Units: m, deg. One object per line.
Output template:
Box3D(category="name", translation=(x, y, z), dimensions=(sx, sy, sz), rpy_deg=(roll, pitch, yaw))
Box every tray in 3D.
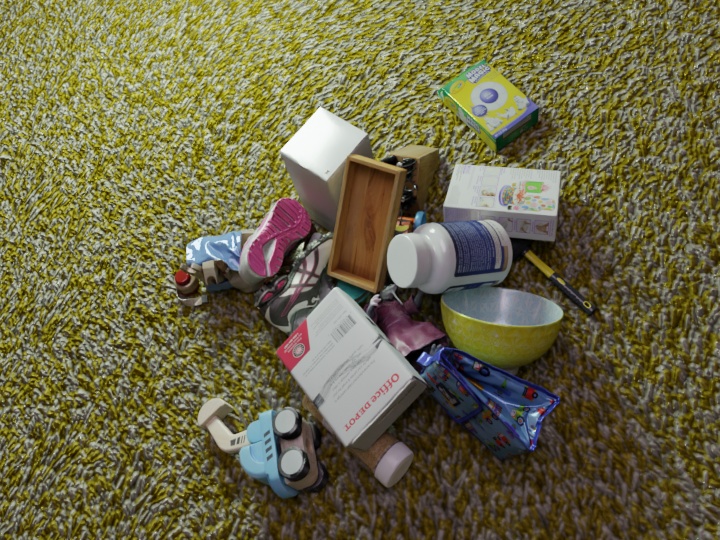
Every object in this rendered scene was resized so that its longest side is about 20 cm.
Box3D(category="tray", translation=(0.009, -0.077, 1.151), dimensions=(0.097, 0.037, 0.205), rpy_deg=(19, 111, 23))

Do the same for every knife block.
Box3D(category="knife block", translation=(0.087, -0.193, 1.288), dimensions=(0.062, 0.177, 0.204), rpy_deg=(11, 64, 17))

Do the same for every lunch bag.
Box3D(category="lunch bag", translation=(0.173, 0.182, 1.047), dimensions=(0.198, 0.151, 0.095), rpy_deg=(34, 71, 7))

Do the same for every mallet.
Box3D(category="mallet", translation=(0.319, 0.010, 1.211), dimensions=(0.065, 0.041, 0.201), rpy_deg=(-32, 64, -8))

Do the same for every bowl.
Box3D(category="bowl", translation=(0.221, 0.105, 1.123), dimensions=(0.195, 0.200, 0.111), rpy_deg=(8, 106, 16))

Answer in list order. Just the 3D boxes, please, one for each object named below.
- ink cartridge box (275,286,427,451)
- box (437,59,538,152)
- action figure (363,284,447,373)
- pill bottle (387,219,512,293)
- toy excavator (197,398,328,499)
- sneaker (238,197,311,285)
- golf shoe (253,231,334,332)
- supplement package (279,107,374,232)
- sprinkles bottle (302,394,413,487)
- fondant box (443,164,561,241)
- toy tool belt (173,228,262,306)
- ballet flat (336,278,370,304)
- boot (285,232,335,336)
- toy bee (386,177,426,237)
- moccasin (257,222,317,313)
Box3D(category="ink cartridge box", translation=(-0.014, 0.153, 1.080), dimensions=(0.145, 0.083, 0.200), rpy_deg=(-45, 61, 3))
Box3D(category="box", translation=(0.252, -0.342, 1.410), dimensions=(0.116, 0.049, 0.201), rpy_deg=(-35, 59, -8))
Box3D(category="action figure", translation=(0.072, 0.099, 1.195), dimensions=(0.130, 0.152, 0.201), rpy_deg=(-8, 37, -19))
Box3D(category="pill bottle", translation=(0.143, -0.023, 1.140), dimensions=(0.196, 0.112, 0.112), rpy_deg=(-6, 52, -34))
Box3D(category="toy excavator", translation=(-0.169, 0.282, 1.139), dimensions=(0.196, 0.100, 0.198), rpy_deg=(-21, 57, 10))
Box3D(category="sneaker", translation=(-0.159, -0.052, 1.236), dimensions=(0.082, 0.088, 0.201), rpy_deg=(46, 45, -12))
Box3D(category="golf shoe", translation=(-0.093, 0.015, 1.212), dimensions=(0.200, 0.077, 0.088), rpy_deg=(-44, 93, -10))
Box3D(category="supplement package", translation=(-0.046, -0.172, 1.291), dimensions=(0.120, 0.201, 0.120), rpy_deg=(33, 72, 25))
Box3D(category="sprinkles bottle", translation=(-0.006, 0.255, 1.126), dimensions=(0.199, 0.069, 0.068), rpy_deg=(38, 74, 27))
Box3D(category="fondant box", translation=(0.255, -0.124, 1.255), dimensions=(0.194, 0.059, 0.146), rpy_deg=(5, 40, 16))
Box3D(category="toy tool belt", translation=(-0.272, -0.021, 1.302), dimensions=(0.195, 0.124, 0.128), rpy_deg=(-14, 59, 5))
Box3D(category="ballet flat", translation=(0.000, 0.000, 1.258), dimensions=(0.065, 0.071, 0.203), rpy_deg=(11, 51, 5))
Box3D(category="boot", translation=(-0.067, 0.033, 1.268), dimensions=(0.093, 0.074, 0.205), rpy_deg=(11, 70, 8))
Box3D(category="toy bee", translation=(0.066, -0.059, 1.209), dimensions=(0.128, 0.200, 0.111), rpy_deg=(0, 63, 35))
Box3D(category="moccasin", translation=(-0.136, -0.009, 1.292), dimensions=(0.072, 0.078, 0.204), rpy_deg=(20, 68, 21))
